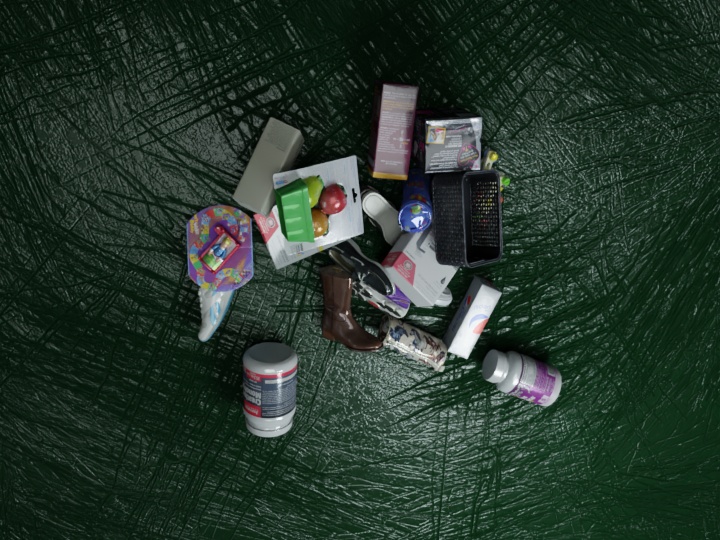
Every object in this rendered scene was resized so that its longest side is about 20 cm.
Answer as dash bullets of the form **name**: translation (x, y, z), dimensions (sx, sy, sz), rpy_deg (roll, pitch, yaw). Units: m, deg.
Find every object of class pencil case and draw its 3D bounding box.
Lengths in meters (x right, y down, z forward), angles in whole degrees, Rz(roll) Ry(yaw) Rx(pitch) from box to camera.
- **pencil case**: translation (0.129, -0.160, 1.415), dimensions (0.076, 0.202, 0.089), rpy_deg (0, 122, 8)
- **pencil case**: translation (0.135, 0.192, 1.593), dimensions (0.196, 0.091, 0.078), rpy_deg (26, 135, -16)

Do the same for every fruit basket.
- **fruit basket**: translation (-0.091, -0.147, 1.371), dimensions (0.196, 0.093, 0.190), rpy_deg (-20, 119, -23)

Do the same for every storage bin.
- **storage bin**: translation (0.238, -0.117, 1.367), dimensions (0.133, 0.093, 0.206), rpy_deg (-12, 101, -39)

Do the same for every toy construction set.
- **toy construction set**: translation (0.276, -0.186, 1.478), dimensions (0.200, 0.093, 0.130), rpy_deg (-44, 133, 17)

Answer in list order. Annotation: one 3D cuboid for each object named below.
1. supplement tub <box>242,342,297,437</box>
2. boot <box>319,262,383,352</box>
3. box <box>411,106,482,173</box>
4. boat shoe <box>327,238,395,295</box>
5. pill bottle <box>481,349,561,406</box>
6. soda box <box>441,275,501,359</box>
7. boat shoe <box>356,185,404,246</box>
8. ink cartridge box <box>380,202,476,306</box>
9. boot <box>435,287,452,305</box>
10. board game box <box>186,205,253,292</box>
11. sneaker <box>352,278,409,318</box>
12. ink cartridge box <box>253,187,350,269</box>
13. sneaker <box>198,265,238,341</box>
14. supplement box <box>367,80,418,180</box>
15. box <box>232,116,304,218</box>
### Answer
- **supplement tub**: translation (-0.230, 0.300, 1.557), dimensions (0.136, 0.141, 0.206), rpy_deg (1, 109, -7)
- **boot**: translation (-0.023, 0.090, 1.512), dimensions (0.182, 0.064, 0.205), rpy_deg (13, 116, 22)
- **box**: translation (0.185, -0.294, 1.371), dimensions (0.128, 0.201, 0.118), rpy_deg (-4, 111, -5)
- **boat shoe**: translation (0.000, 0.000, 1.451), dimensions (0.060, 0.199, 0.077), rpy_deg (-30, 144, -29)
- **pill bottle**: translation (0.430, 0.284, 1.650), dimensions (0.195, 0.113, 0.115), rpy_deg (20, 106, -13)
- **soda box**: translation (0.289, 0.122, 1.600), dimensions (0.062, 0.068, 0.204), rpy_deg (21, 105, -14)
- **boat shoe**: translation (0.057, -0.130, 1.484), dimensions (0.074, 0.061, 0.199), rpy_deg (-44, 129, 8)
- **ink cartridge box**: translation (0.161, -0.038, 1.453), dimensions (0.145, 0.084, 0.202), rpy_deg (42, 72, -15)
- **boot**: translation (0.161, 0.009, 1.533), dimensions (0.196, 0.074, 0.097), rpy_deg (24, 121, -14)
- **board game box**: translation (-0.332, -0.053, 1.438), dimensions (0.153, 0.039, 0.206), rpy_deg (-2, 88, -5)
- **sneaker**: translation (0.040, 0.040, 1.549), dimensions (0.198, 0.081, 0.085), rpy_deg (34, 66, -9)
- **ink cartridge box**: translation (-0.136, -0.116, 1.455), dimensions (0.196, 0.083, 0.149), rpy_deg (-22, 110, 2)
- **sneaker**: translation (-0.362, 0.075, 1.504), dimensions (0.079, 0.077, 0.204), rpy_deg (22, 98, -7)
- **supplement box**: translation (0.071, -0.320, 1.395), dimensions (0.083, 0.111, 0.206), rpy_deg (3, 109, -9)
- **box**: translation (-0.204, -0.229, 1.373), dimensions (0.081, 0.068, 0.204), rpy_deg (25, 85, 7)
